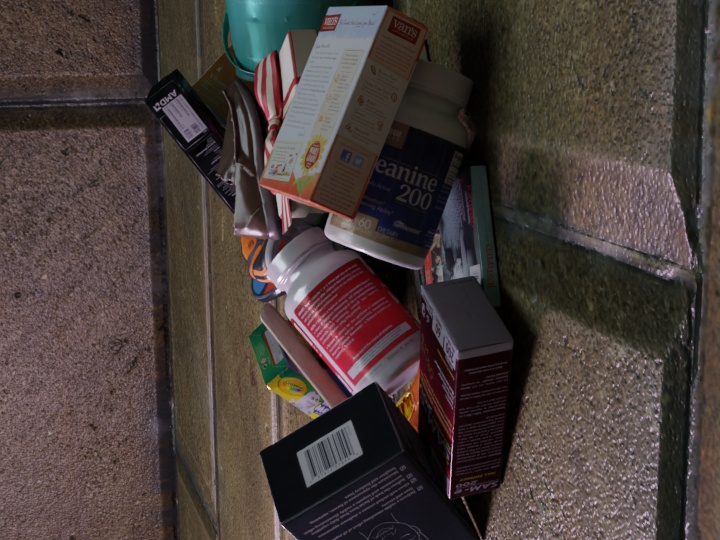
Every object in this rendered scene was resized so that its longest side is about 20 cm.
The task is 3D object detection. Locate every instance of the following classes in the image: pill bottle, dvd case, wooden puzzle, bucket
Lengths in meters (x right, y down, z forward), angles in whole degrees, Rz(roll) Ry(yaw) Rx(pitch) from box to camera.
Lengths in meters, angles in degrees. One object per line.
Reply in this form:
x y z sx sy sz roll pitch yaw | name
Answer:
0.045 -0.111 1.232 0.201 0.110 0.111 -71 20 4 | pill bottle
0.097 -0.024 1.299 0.200 0.022 0.147 156 109 -73 | dvd case
-0.015 0.051 1.394 0.200 0.112 0.112 49 152 12 | pill bottle
-0.043 0.121 1.555 0.185 0.046 0.200 51 -179 12 | wooden puzzle
-0.075 -0.316 1.507 0.207 0.206 0.136 -134 38 -64 | bucket

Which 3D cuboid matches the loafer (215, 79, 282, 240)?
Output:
-0.144 -0.131 1.451 0.073 0.071 0.201 52 -153 -83 | loafer

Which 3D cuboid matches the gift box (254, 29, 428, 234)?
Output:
-0.026 -0.154 1.389 0.200 0.186 0.186 123 140 -62 | gift box

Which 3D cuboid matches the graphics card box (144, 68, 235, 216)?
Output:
-0.193 -0.159 1.541 0.200 0.051 0.126 51 -174 -16 | graphics card box

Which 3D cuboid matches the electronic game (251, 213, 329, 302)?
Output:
-0.091 -0.046 1.663 0.200 0.041 0.200 -48 23 27 | electronic game

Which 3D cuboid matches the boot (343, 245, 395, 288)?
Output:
-0.001 0.000 1.539 0.198 0.073 0.164 146 121 -71 | boot

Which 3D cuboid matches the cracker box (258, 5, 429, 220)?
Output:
-0.019 -0.160 1.195 0.134 0.057 0.201 24 92 62 | cracker box

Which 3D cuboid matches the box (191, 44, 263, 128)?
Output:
-0.140 -0.250 1.674 0.200 0.124 0.098 -54 -3 -30 | box

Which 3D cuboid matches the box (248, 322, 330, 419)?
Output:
-0.062 0.158 1.662 0.048 0.200 0.118 -41 38 10 | box

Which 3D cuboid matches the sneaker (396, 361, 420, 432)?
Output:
0.061 0.179 1.368 0.073 0.077 0.201 -114 28 -52 | sneaker

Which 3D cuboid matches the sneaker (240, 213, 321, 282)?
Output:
-0.103 -0.078 1.586 0.112 0.077 0.201 -5 56 55 | sneaker

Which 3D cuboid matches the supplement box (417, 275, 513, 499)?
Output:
0.102 0.119 1.212 0.109 0.060 0.201 -116 20 -51 | supplement box

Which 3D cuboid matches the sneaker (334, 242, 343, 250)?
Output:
-0.050 0.013 1.703 0.082 0.077 0.201 -93 16 -55 | sneaker

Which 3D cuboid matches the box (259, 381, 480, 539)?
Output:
0.013 0.241 1.277 0.200 0.148 0.107 54 -172 -40 | box
